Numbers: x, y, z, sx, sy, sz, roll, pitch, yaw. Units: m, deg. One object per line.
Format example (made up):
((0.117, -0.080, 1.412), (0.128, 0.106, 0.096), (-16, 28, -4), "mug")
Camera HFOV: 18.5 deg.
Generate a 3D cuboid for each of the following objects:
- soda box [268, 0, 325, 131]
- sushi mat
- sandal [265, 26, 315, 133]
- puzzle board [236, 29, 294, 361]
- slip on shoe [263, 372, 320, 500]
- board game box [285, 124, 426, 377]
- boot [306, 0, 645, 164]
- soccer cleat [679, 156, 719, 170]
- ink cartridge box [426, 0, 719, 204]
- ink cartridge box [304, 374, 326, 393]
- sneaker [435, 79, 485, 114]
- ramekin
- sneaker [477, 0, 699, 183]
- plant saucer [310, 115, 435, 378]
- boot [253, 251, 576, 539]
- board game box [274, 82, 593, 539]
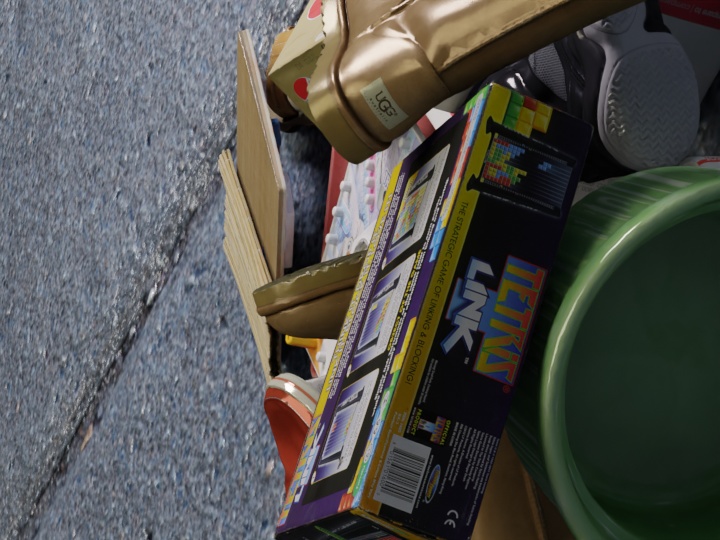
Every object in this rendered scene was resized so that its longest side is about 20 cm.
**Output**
((0.016, -0.176, 1.411), (0.068, 0.064, 0.201), (-28, 27, 41), "soda box")
((-0.082, 0.000, 1.631), (0.200, 0.012, 0.096), (-112, 16, -54), "sushi mat")
((-0.046, -0.145, 1.598), (0.200, 0.054, 0.081), (-17, 54, 70), "sandal")
((-0.068, -0.051, 1.592), (0.201, 0.017, 0.151), (94, 164, -52), "puzzle board")
((-0.019, 0.156, 1.292), (0.074, 0.061, 0.201), (134, 118, -68), "slip on shoe")
((0.000, 0.000, 1.400), (0.200, 0.026, 0.201), (-116, 38, -60), "board game box")
((0.077, -0.139, 1.057), (0.199, 0.066, 0.176), (-29, 26, 21), "boot")
((0.167, 0.036, 1.120), (0.069, 0.085, 0.201), (39, 114, 59), "soccer cleat")
((0.130, -0.132, 1.256), (0.201, 0.085, 0.148), (-62, 33, 25), "ink cartridge box")
((0.041, 0.143, 1.278), (0.176, 0.044, 0.201), (-21, 86, 69), "ink cartridge box")
((0.046, -0.190, 1.205), (0.081, 0.114, 0.201), (1, -70, -81), "sneaker")
((0.158, 0.047, 1.023), (0.098, 0.199, 0.201), (-147, 71, -69), "ramekin")
((0.107, -0.133, 1.140), (0.114, 0.075, 0.202), (-28, 62, 51), "sneaker")
((0.025, -0.036, 1.449), (0.200, 0.036, 0.201), (157, 120, -66), "plant saucer")
((0.049, 0.083, 1.154), (0.066, 0.174, 0.202), (169, 88, -82), "boot")
((0.031, 0.033, 1.023), (0.165, 0.056, 0.201), (141, 148, -73), "board game box")
